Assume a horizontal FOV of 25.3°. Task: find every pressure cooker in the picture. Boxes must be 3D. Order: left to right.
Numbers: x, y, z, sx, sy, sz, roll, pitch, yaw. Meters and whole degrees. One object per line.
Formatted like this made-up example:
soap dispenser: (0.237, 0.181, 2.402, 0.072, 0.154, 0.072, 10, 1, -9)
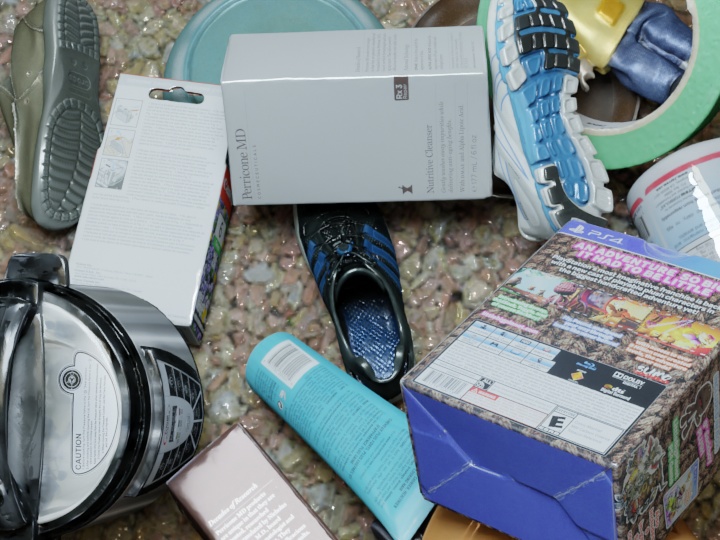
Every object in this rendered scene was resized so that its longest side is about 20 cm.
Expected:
pressure cooker: (-0.213, 0.097, 1.107, 0.178, 0.200, 0.176, -43, 79, 7)

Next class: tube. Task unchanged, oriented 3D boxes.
tube: (-0.008, 0.111, 1.148, 0.200, 0.050, 0.078, 36, 96, 43)

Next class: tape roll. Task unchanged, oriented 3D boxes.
tape roll: (0.187, -0.179, 1.207, 0.198, 0.048, 0.203, 5, 103, 25)

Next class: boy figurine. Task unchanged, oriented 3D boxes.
boy figurine: (0.191, -0.206, 1.270, 0.199, 0.064, 0.125, 37, 80, 12)

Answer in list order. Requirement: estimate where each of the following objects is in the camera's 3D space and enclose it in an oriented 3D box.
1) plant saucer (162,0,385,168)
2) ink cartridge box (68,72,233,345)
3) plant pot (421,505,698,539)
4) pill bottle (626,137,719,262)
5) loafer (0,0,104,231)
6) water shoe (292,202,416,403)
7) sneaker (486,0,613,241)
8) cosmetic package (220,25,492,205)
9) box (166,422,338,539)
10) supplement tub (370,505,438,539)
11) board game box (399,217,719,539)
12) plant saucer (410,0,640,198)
plant saucer: (-0.065, -0.158, 1.313, 0.197, 0.027, 0.203, 0, 69, 1)
ink cartridge box: (-0.158, -0.050, 1.257, 0.107, 0.050, 0.202, 8, 70, 9)
plant pot: (0.150, 0.221, 1.048, 0.198, 0.140, 0.203, -5, 104, -22)
pill bottle: (0.283, 0.011, 1.191, 0.108, 0.109, 0.202, -18, 70, -5)
loafer: (-0.251, -0.125, 1.292, 0.069, 0.075, 0.203, -12, 66, 32)
water shoe: (0.000, 0.000, 1.220, 0.071, 0.079, 0.202, -18, 69, -6)
sneaker: (0.120, -0.115, 1.190, 0.074, 0.086, 0.203, -7, 84, -31)
cosmetic package: (-0.002, -0.116, 1.208, 0.197, 0.114, 0.082, -4, 34, 3)
box: (-0.046, 0.213, 1.129, 0.075, 0.100, 0.200, -36, 71, -12)
supplement tub: (0.103, 0.145, 1.146, 0.199, 0.107, 0.107, -39, 72, -13)
board game box: (0.150, 0.075, 1.016, 0.158, 0.098, 0.200, 19, 44, 36)
plant saucer: (0.126, -0.145, 1.298, 0.197, 0.032, 0.203, -1, 68, 2)
